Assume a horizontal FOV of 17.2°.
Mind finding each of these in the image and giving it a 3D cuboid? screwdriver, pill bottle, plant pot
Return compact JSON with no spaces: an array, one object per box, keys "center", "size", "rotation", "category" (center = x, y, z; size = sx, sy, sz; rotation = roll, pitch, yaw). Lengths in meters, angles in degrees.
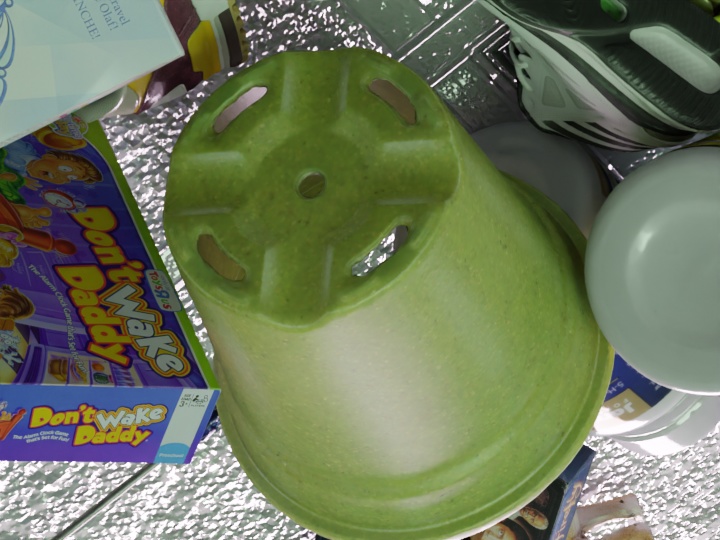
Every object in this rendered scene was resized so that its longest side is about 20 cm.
[{"center":[-0.103,0.099,1.289],"size":[0.200,0.028,0.029],"rotation":[-40,165,14],"category":"screwdriver"},{"center":[0.187,-0.012,1.147],"size":[0.113,0.112,0.200],"rotation":[-49,169,22],"category":"pill bottle"},{"center":[0.000,0.000,1.065],"size":[0.200,0.201,0.184],"rotation":[-30,150,2],"category":"plant pot"},{"center":[0.117,0.018,1.255],"size":[0.120,0.120,0.200],"rotation":[-39,136,13],"category":"pill bottle"}]

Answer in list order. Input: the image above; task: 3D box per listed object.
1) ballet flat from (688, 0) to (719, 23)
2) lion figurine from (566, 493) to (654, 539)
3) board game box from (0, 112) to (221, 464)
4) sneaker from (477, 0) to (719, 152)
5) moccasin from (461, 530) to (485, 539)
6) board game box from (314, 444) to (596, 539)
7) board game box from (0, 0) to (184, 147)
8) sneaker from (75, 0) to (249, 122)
[{"center":[0.203,-0.195,1.107],"size":[0.067,0.067,0.200],"rotation":[31,108,-6],"category":"ballet flat"},{"center":[0.104,0.141,1.417],"size":[0.122,0.073,0.201],"rotation":[-19,123,2],"category":"lion figurine"},{"center":[-0.157,-0.001,1.037],"size":[0.134,0.200,0.045],"rotation":[3,129,-30],"category":"board game box"},{"center":[0.076,-0.120,1.121],"size":[0.200,0.076,0.115],"rotation":[40,154,-10],"category":"sneaker"},{"center":[-0.007,0.071,1.227],"size":[0.073,0.078,0.202],"rotation":[-32,102,5],"category":"moccasin"},{"center":[0.044,0.147,1.337],"size":[0.035,0.135,0.201],"rotation":[-42,154,-45],"category":"board game box"},{"center":[-0.200,-0.130,0.925],"size":[0.198,0.043,0.201],"rotation":[-26,98,-1],"category":"board game box"},{"center":[-0.114,-0.141,1.017],"size":[0.090,0.075,0.200],"rotation":[-29,137,-7],"category":"sneaker"}]
